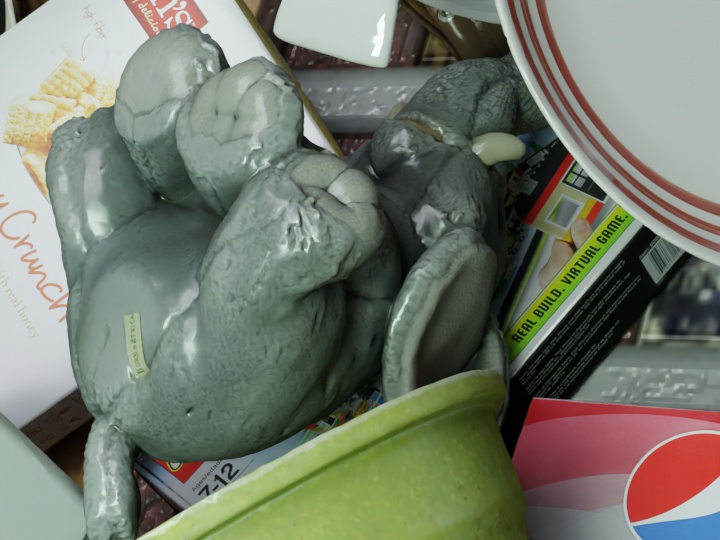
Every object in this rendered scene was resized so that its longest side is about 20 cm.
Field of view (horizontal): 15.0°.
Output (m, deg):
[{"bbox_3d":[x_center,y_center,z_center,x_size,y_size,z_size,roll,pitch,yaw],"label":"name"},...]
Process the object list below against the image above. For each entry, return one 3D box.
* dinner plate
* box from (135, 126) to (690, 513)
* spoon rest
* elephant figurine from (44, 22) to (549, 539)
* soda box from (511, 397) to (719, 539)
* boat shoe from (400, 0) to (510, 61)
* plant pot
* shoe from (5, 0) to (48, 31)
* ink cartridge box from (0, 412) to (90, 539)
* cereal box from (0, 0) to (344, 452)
[{"bbox_3d":[0.124,-0.089,0.930,0.024,0.200,0.201,-31,37,54],"label":"dinner plate"},{"bbox_3d":[0.021,0.028,0.984,0.200,0.035,0.110,-49,48,-10],"label":"box"},{"bbox_3d":[0.032,-0.113,0.934,0.099,0.200,0.061,18,108,16],"label":"spoon rest"},{"bbox_3d":[0.000,0.000,0.920,0.155,0.200,0.142,-41,59,27],"label":"elephant figurine"},{"bbox_3d":[0.143,0.088,0.850,0.199,0.070,0.064,3,57,30],"label":"soda box"},{"bbox_3d":[0.000,-0.142,1.091,0.075,0.075,0.202,-45,49,-8],"label":"boat shoe"},{"bbox_3d":[0.001,0.158,0.789,0.200,0.200,0.185,-32,81,5],"label":"plant pot"},{"bbox_3d":[-0.118,-0.081,1.125,0.070,0.053,0.200,-27,51,11],"label":"shoe"},{"bbox_3d":[-0.147,0.095,0.917,0.144,0.200,0.084,23,70,38],"label":"ink cartridge box"},{"bbox_3d":[-0.112,-0.025,1.051,0.200,0.040,0.144,-36,68,5],"label":"cereal box"}]
